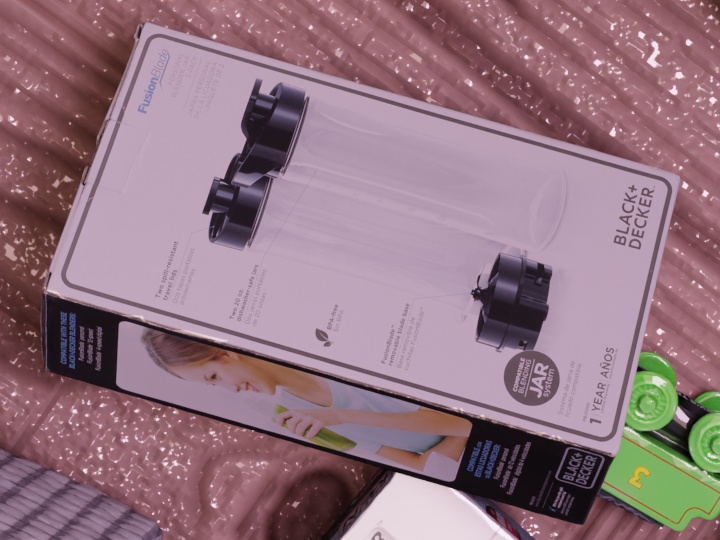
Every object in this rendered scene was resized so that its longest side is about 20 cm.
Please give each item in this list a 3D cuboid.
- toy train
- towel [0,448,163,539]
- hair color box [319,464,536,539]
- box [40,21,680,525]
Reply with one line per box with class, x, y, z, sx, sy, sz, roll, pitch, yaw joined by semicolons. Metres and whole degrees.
toy train;0.164;0.097;0.919;0.199;0.042;0.057;31;103;-1
towel;-0.157;0.104;0.842;0.165;0.200;0.086;24;94;0
hair color box;0.062;0.162;0.912;0.200;0.061;0.099;41;93;-2
box;0.000;0.000;0.876;0.198;0.060;0.117;15;61;1
